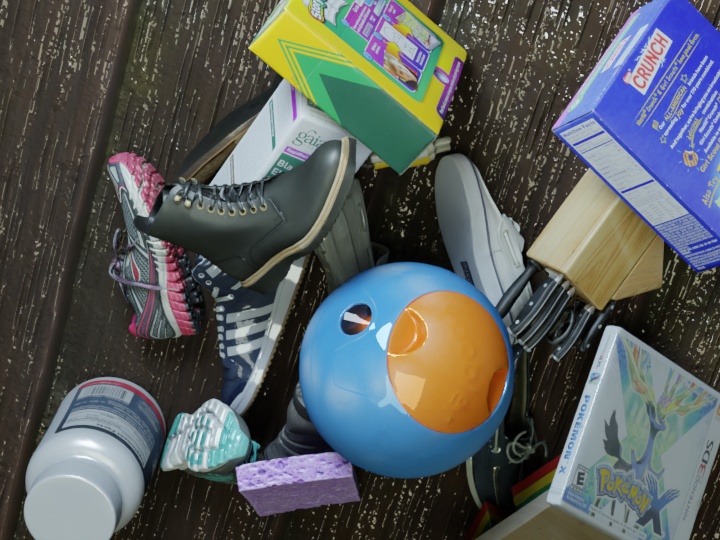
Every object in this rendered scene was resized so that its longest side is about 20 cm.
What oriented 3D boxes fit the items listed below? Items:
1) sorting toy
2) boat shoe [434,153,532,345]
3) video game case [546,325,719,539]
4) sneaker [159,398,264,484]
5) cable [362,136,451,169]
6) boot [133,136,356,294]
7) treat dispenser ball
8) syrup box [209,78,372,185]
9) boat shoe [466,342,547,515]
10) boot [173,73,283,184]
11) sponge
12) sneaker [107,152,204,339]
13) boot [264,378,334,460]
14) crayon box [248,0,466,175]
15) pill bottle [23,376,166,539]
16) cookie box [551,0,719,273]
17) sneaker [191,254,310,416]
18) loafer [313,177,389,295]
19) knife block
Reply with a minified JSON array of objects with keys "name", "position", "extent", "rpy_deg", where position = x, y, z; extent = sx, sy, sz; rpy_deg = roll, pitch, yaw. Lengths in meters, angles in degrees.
[{"name":"sorting toy","position":[0.196,0.287,1.672],"extent":[0.199,0.070,0.200],"rpy_deg":[-38,129,23]},{"name":"boat shoe","position":[0.130,-0.023,1.601],"extent":[0.066,0.072,0.200],"rpy_deg":[-20,94,-24]},{"name":"video game case","position":[0.277,0.175,1.592],"extent":[0.200,0.022,0.182],"rpy_deg":[31,74,-36]},{"name":"sneaker","position":[-0.134,0.179,1.647],"extent":[0.091,0.200,0.078],"rpy_deg":[21,78,-18]},{"name":"cable","position":[-0.013,-0.107,1.571],"extent":[0.200,0.050,0.097],"rpy_deg":[-24,152,8]},{"name":"boot","position":[-0.102,-0.063,1.433],"extent":[0.138,0.078,0.200],"rpy_deg":[24,132,-19]},{"name":"treat dispenser ball","position":[0.042,0.092,1.514],"extent":[0.201,0.201,0.201],"rpy_deg":[1,111,3]},{"name":"syrup box","position":[-0.071,-0.091,1.517],"extent":[0.079,0.081,0.200],"rpy_deg":[19,133,-25]},{"name":"boat shoe","position":[0.150,0.163,1.662],"extent":[0.062,0.075,0.200],"rpy_deg":[7,106,32]},{"name":"boot","position":[-0.091,-0.130,1.576],"extent":[0.200,0.074,0.075],"rpy_deg":[-35,114,13]},{"name":"sponge","position":[-0.059,0.215,1.638],"extent":[0.111,0.200,0.030],"rpy_deg":[-8,75,0]},{"name":"sneaker","position":[-0.217,-0.020,1.617],"extent":[0.075,0.081,0.200],"rpy_deg":[-10,110,10]},{"name":"boot","position":[0.006,0.151,1.672],"extent":[0.200,0.070,0.132],"rpy_deg":[0,142,-21]},{"name":"crayon box","position":[0.003,-0.198,1.469],"extent":[0.173,0.200,0.058],"rpy_deg":[38,119,-10]},{"name":"pill bottle","position":[-0.270,0.200,1.638],"extent":[0.119,0.200,0.120],"rpy_deg":[1,111,4]},{"name":"cookie box","position":[0.300,-0.128,1.495],"extent":[0.200,0.075,0.171],"rpy_deg":[43,63,-12]},{"name":"sneaker","position":[-0.131,0.046,1.640],"extent":[0.108,0.070,0.200],"rpy_deg":[20,104,-9]},{"name":"loafer","position":[0.000,0.000,1.612],"extent":[0.070,0.070,0.200],"rpy_deg":[-27,125,-13]},{"name":"knife block","position":[0.205,-0.019,1.551],"extent":[0.175,0.064,0.200],"rpy_deg":[-13,114,-30]}]
